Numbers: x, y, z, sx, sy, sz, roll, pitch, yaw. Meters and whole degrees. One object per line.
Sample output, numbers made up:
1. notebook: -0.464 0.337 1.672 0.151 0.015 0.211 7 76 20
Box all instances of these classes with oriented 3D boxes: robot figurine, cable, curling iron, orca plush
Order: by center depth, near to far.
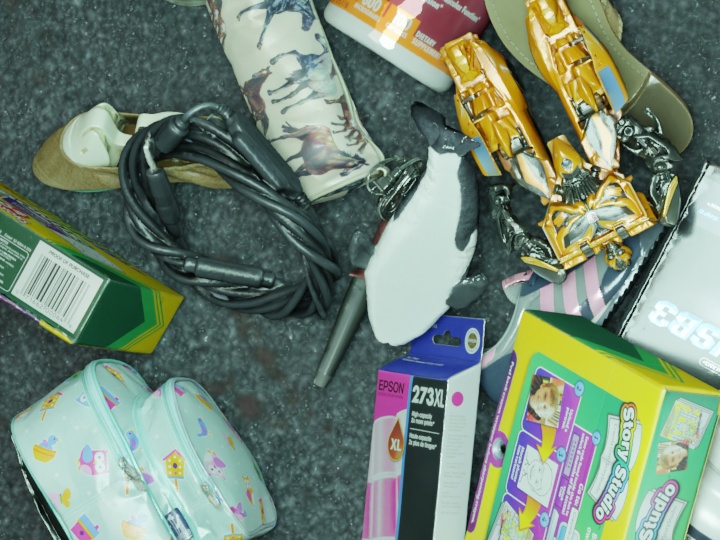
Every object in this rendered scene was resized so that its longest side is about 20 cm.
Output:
1. robot figurine: 0.141 -0.090 1.388 0.144 0.058 0.202 -28 86 14
2. orca plush: 0.045 -0.041 1.440 0.104 0.071 0.202 4 127 8
3. cable: -0.100 -0.029 1.479 0.163 0.051 0.200 -30 108 40
4. curling iron: 0.000 0.000 1.483 0.026 0.049 0.202 39 119 36

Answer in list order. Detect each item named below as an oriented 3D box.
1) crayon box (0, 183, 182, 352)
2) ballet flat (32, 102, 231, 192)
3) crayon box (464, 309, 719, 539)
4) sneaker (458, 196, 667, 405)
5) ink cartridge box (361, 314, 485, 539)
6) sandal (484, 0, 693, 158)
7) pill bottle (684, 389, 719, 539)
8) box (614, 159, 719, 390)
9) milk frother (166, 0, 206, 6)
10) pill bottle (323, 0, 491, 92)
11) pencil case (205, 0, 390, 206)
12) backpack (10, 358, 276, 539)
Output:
1. crayon box: -0.253 -0.014 1.487 0.199 0.172 0.059 32 93 13
2. ballet flat: -0.172 -0.100 1.527 0.198 0.072 0.068 4 65 15
3. crayon box: 0.154 0.149 1.344 0.172 0.058 0.202 31 111 57
4. sneaker: 0.151 0.013 1.443 0.082 0.070 0.201 38 95 9
5. ink cartridge box: 0.046 0.133 1.458 0.094 0.037 0.202 4 85 57
6. sandal: 0.164 -0.170 1.450 0.078 0.070 0.212 -41 105 17
7. pill bottle: 0.240 0.190 1.360 0.115 0.116 0.201 31 116 14
8. box: 0.294 0.053 1.418 0.199 0.050 0.200 29 94 14
9. milk frother: -0.172 -0.323 1.482 0.179 0.188 0.202 16 91 13
10. pill bottle: 0.068 -0.245 1.454 0.114 0.114 0.201 33 96 13
11. pencil case: -0.046 -0.144 1.498 0.089 0.078 0.202 -27 81 22
12. backpack: -0.164 0.159 1.462 0.153 0.176 0.200 -41 83 7
